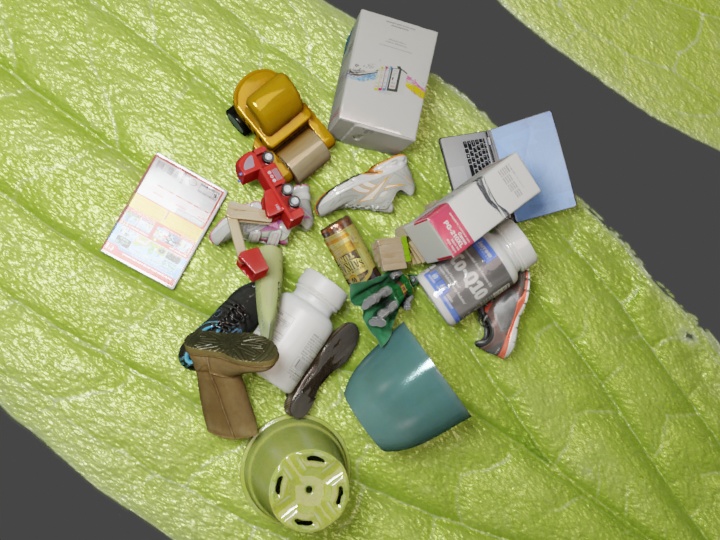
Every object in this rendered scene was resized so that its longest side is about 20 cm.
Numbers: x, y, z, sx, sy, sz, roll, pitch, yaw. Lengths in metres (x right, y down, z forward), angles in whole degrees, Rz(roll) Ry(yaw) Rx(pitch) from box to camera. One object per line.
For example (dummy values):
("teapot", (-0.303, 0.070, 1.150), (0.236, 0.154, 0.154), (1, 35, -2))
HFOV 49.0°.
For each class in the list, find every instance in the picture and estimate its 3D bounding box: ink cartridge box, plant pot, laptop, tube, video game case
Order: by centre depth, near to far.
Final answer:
("plant pot", (-0.098, 0.353, 1.331), (0.199, 0.184, 0.202), (1, 87, -12))
("tube", (-0.155, 0.044, 1.333), (0.052, 0.201, 0.058), (-26, 131, 20))
("ink cartridge box", (0.191, -0.105, 1.367), (0.200, 0.145, 0.085), (-37, 95, -13))
("plant pot", (0.069, 0.216, 1.374), (0.161, 0.201, 0.201), (-35, 94, 0))
("video game case", (-0.344, -0.087, 1.391), (0.143, 0.017, 0.201), (29, 81, -9))
("ink cartridge box", (0.035, -0.329, 1.416), (0.144, 0.147, 0.201), (13, 84, -11))
("laptop", (0.273, -0.181, 1.468), (0.199, 0.116, 0.188), (-15, 89, -37))

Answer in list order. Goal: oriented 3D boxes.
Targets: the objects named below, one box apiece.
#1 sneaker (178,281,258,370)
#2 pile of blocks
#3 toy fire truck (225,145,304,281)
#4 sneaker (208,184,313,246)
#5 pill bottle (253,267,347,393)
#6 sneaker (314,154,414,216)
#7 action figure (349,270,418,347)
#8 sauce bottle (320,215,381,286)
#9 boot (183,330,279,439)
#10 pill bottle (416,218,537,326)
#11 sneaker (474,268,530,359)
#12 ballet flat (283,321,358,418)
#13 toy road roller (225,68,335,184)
("sneaker", (-0.231, 0.099, 1.371), (0.073, 0.082, 0.200), (44, 79, -4))
("pile of blocks", (0.100, -0.057, 1.451), (0.200, 0.062, 0.082), (-35, 94, -22))
("toy fire truck", (-0.174, -0.098, 1.326), (0.141, 0.049, 0.201), (-28, 81, -21))
("sneaker", (-0.167, -0.079, 1.395), (0.199, 0.081, 0.089), (-22, 90, -11))
("pill bottle", (-0.113, 0.102, 1.378), (0.114, 0.114, 0.200), (35, 81, -8))
("sneaker", (0.014, -0.135, 1.441), (0.199, 0.076, 0.092), (-28, 97, -11))
("action figure", (0.057, 0.043, 1.394), (0.054, 0.200, 0.119), (-19, 99, 28))
("sauce bottle", (0.000, 0.000, 1.432), (0.066, 0.066, 0.201), (-31, 94, -12))
("boot", (-0.197, 0.195, 1.307), (0.174, 0.066, 0.201), (9, 127, 25))
("pill bottle", (0.212, 0.001, 1.432), (0.200, 0.114, 0.114), (-35, 94, 1))
("sneaker", (0.261, 0.061, 1.480), (0.081, 0.077, 0.201), (14, 83, -4))
("ballet flat", (-0.074, 0.173, 1.419), (0.067, 0.046, 0.200), (44, 76, -40))
("toy road roller", (-0.138, -0.257, 1.377), (0.123, 0.146, 0.200), (-41, 95, -10))
